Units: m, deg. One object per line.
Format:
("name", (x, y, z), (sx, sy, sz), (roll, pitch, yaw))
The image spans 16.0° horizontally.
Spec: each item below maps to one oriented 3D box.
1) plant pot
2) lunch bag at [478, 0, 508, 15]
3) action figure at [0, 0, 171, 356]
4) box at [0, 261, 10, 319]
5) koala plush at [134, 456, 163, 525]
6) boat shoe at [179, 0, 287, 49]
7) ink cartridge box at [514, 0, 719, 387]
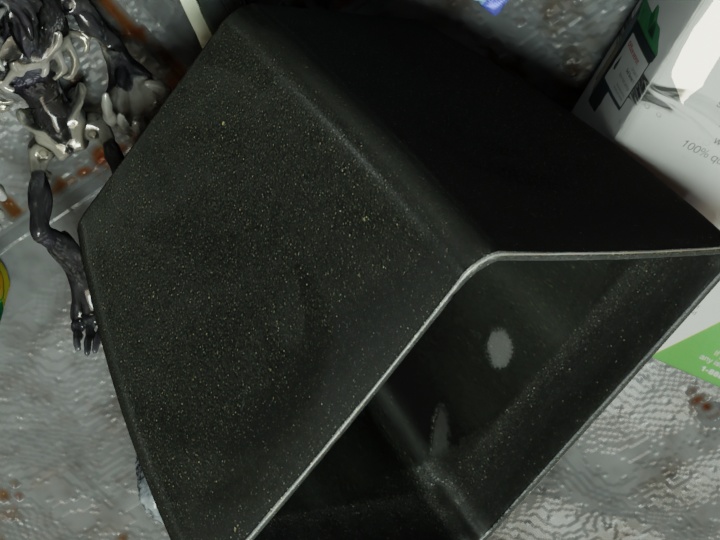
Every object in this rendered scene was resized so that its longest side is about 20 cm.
("plant pot", (0.000, 0.000, 1.077), (0.199, 0.178, 0.200), (-2, 137, -52))
("lunch bag", (0.058, -0.235, 1.043), (0.150, 0.094, 0.200), (36, 109, -18))
("action figure", (-0.138, -0.063, 1.150), (0.118, 0.102, 0.201), (-29, 120, 3))
("box", (-0.256, -0.045, 1.199), (0.117, 0.048, 0.201), (-15, 121, 11))
("koala plush", (-0.003, 0.126, 1.216), (0.177, 0.200, 0.184), (33, 119, -19))
("boat shoe", (-0.049, -0.129, 1.119), (0.066, 0.075, 0.200), (-18, 126, 2))
("ink cartridge box", (0.176, -0.056, 1.149), (0.145, 0.085, 0.201), (24, 117, -15))
